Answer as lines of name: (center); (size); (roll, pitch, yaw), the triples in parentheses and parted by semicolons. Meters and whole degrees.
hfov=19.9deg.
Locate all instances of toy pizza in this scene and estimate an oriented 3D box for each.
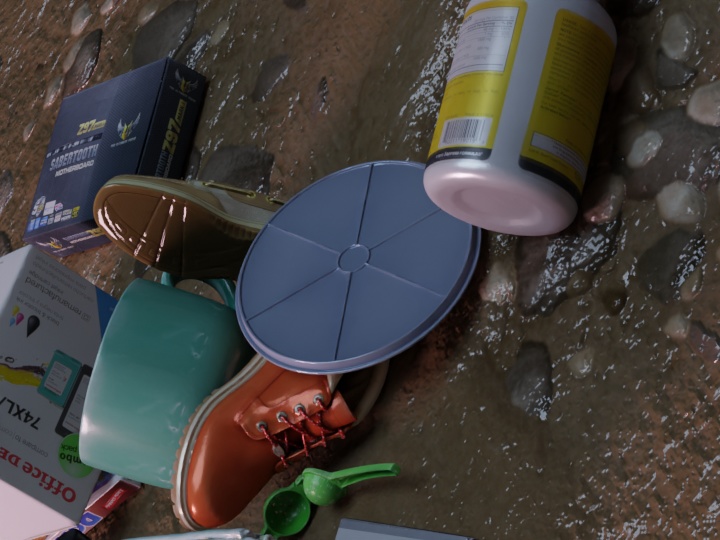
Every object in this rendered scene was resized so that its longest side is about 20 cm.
toy pizza: (0.000, 0.000, 1.541); (0.199, 0.032, 0.201); (-15, 47, 16)

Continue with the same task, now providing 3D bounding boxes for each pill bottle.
pill bottle: (0.119, -0.135, 1.450); (0.112, 0.112, 0.201); (-6, 63, 51)

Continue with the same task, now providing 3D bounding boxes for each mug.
mug: (-0.139, 0.080, 1.619); (0.152, 0.114, 0.186); (46, -120, -84)

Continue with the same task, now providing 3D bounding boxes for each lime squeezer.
lime squeezer: (-0.043, 0.175, 1.513); (0.200, 0.038, 0.071); (-40, 9, 27)

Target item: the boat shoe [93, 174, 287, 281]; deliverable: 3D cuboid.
boat shoe: (-0.115, -0.035, 1.638); (0.067, 0.199, 0.074); (-87, 18, -57)

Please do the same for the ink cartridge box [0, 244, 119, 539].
ink cartridge box: (-0.298, 0.112, 1.778); (0.146, 0.146, 0.201); (-20, 43, 50)

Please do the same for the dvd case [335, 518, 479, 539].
dvd case: (0.008, 0.274, 1.406); (0.150, 0.025, 0.201); (-1, 67, 53)

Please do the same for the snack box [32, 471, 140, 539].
snack box: (-0.263, 0.210, 1.810); (0.200, 0.024, 0.072); (-40, 38, 31)

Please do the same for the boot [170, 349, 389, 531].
boot: (-0.059, 0.115, 1.529); (0.107, 0.075, 0.201); (14, 61, 47)

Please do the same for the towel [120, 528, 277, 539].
towel: (-0.072, 0.220, 1.376); (0.199, 0.170, 0.049); (-14, 59, 49)

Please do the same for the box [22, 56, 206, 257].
box: (-0.238, -0.106, 1.962); (0.199, 0.051, 0.159); (-11, 58, 50)

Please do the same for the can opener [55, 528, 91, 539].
can opener: (-0.282, 0.307, 1.697); (0.063, 0.079, 0.200); (9, 57, 53)
